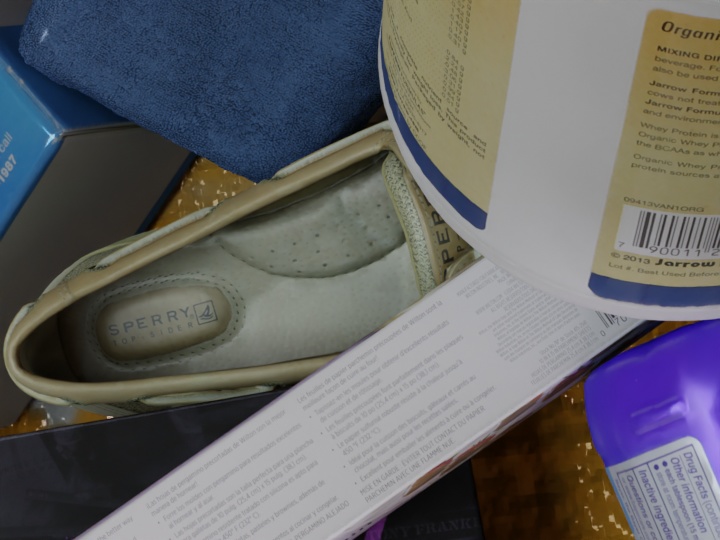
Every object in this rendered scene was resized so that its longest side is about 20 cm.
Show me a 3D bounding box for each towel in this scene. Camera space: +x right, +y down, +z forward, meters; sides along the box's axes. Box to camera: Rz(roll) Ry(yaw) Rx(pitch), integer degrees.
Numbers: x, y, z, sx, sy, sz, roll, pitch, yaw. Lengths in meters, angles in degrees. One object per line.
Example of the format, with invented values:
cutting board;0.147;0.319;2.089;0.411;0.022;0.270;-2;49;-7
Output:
towel;-0.011;-0.124;0.801;0.111;0.049;0.200;30;116;-6

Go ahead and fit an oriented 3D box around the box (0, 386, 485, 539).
box;-0.027;0.133;0.764;0.143;0.036;0.201;-10;75;0

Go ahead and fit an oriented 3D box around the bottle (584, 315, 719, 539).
bottle;0.127;0.105;0.730;0.065;0.083;0.200;-25;86;34

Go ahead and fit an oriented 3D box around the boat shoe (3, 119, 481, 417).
boat shoe;-0.001;-0.002;0.790;0.200;0.063;0.073;-14;92;15

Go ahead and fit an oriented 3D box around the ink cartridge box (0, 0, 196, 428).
ink cartridge box;-0.163;-0.061;0.906;0.200;0.084;0.145;47;120;20

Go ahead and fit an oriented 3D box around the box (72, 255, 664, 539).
box;-0.001;0.045;0.739;0.200;0.039;0.041;-36;81;-2

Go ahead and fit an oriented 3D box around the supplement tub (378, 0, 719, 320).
supplement tub;0.079;-0.093;0.648;0.144;0.144;0.200;46;158;21
